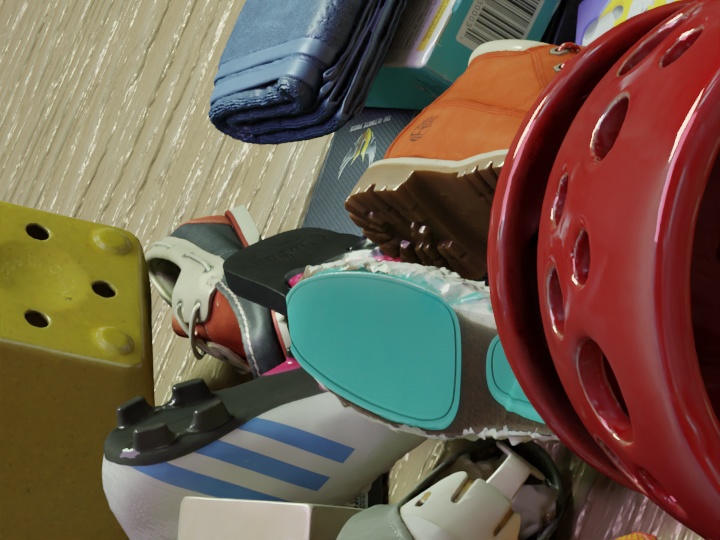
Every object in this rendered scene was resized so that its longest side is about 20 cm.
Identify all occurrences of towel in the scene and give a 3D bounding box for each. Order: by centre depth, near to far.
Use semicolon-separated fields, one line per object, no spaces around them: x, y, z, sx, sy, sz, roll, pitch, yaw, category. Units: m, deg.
-0.002;-0.153;1.296;0.112;0.048;0.201;-7;58;60;towel

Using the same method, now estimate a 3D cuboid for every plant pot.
0.147;-0.006;0.911;0.201;0.200;0.182;-65;20;-3;plant pot
-0.197;0.075;1.482;0.196;0.193;0.200;-97;25;-50;plant pot

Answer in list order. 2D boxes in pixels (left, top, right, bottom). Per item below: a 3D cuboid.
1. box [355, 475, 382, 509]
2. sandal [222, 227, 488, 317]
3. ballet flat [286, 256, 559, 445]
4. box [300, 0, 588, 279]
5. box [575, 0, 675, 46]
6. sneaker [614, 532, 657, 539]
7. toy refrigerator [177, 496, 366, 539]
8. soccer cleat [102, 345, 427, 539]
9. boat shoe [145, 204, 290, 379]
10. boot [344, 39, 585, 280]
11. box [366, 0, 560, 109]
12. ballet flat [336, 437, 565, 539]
-0.052;0.178;1.316;0.158;0.050;0.201;-43;32;38;box
0.000;0.000;1.255;0.200;0.075;0.045;19;126;52;sandal
0.061;0.039;1.136;0.199;0.072;0.072;13;77;38;ballet flat
0.050;-0.064;1.345;0.200;0.051;0.158;-9;59;62;box
0.134;-0.054;1.171;0.117;0.048;0.201;-39;36;45;box
0.052;0.179;1.072;0.200;0.077;0.073;-55;24;17;sneaker
-0.033;0.197;1.157;0.076;0.070;0.201;-2;81;40;toy refrigerator
-0.017;0.077;1.255;0.070;0.199;0.087;-129;24;-66;soccer cleat
-0.069;0.019;1.462;0.200;0.062;0.071;-124;17;-67;boat shoe
0.083;-0.053;1.135;0.107;0.075;0.200;-52;29;-20;boot
0.021;-0.122;1.336;0.083;0.049;0.200;-64;24;-7;box
0.038;0.101;1.104;0.064;0.067;0.200;-51;-6;15;ballet flat
